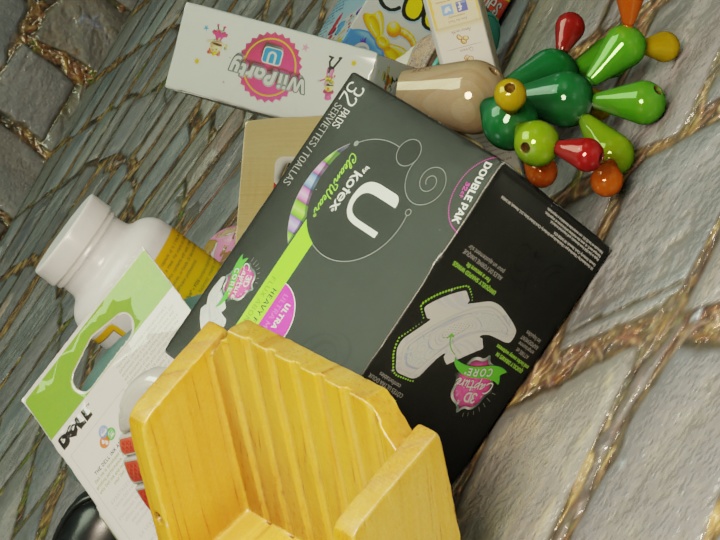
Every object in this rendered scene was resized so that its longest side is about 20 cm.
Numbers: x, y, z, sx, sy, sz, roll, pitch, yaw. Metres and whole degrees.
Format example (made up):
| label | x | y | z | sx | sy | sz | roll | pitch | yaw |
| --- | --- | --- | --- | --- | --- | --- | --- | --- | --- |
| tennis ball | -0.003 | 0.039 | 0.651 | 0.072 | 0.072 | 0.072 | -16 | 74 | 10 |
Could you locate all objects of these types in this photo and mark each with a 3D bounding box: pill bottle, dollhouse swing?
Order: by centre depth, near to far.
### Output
| label | x | y | z | sx | sy | sz | roll | pitch | yaw |
| --- | --- | --- | --- | --- | --- | --- | --- | --- | --- |
| dollhouse swing | -0.073 | 0.157 | 1.250 | 0.175 | 0.183 | 0.200 | -28 | 32 | -28 |
| pill bottle | -0.143 | 0.030 | 1.835 | 0.104 | 0.200 | 0.104 | -51 | 11 | 13 |

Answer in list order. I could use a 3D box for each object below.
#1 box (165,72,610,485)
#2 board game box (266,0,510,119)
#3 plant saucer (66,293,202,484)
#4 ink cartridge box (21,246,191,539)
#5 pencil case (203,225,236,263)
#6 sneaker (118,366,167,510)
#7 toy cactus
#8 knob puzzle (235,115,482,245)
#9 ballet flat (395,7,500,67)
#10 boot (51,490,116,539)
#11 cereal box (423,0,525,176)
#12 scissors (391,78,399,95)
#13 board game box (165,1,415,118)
| label | x | y | z | sx | sy | sz | roll | pitch | yaw |
| --- | --- | --- | --- | --- | --- | --- | --- | --- | --- |
| box | 0.015 | 0.018 | 1.411 | 0.148 | 0.124 | 0.201 | 33 | 89 | 44 |
| board game box | 0.020 | -0.164 | 1.938 | 0.201 | 0.103 | 0.105 | -59 | 14 | -12 |
| plant saucer | -0.128 | 0.076 | 1.721 | 0.199 | 0.036 | 0.200 | -30 | -26 | -16 |
| ink cartridge box | -0.110 | 0.105 | 1.595 | 0.148 | 0.076 | 0.200 | -51 | 58 | 17 |
| pencil case | -0.057 | -0.026 | 1.910 | 0.200 | 0.082 | 0.087 | -36 | 34 | 60 |
| sneaker | -0.075 | 0.123 | 1.459 | 0.077 | 0.201 | 0.082 | -1 | 40 | 36 |
| toy cactus | 0.101 | -0.110 | 1.474 | 0.164 | 0.103 | 0.200 | 2 | 33 | 19 |
| knob puzzle | 0.020 | -0.008 | 1.522 | 0.220 | 0.219 | 0.030 | -56 | -21 | -3 |
| ballet flat | 0.037 | -0.121 | 1.836 | 0.067 | 0.068 | 0.201 | 11 | 61 | 36 |
| boot | -0.206 | 0.274 | 1.727 | 0.168 | 0.076 | 0.201 | -89 | 20 | -70 |
| cereal box | 0.067 | -0.158 | 1.627 | 0.039 | 0.201 | 0.144 | -14 | 21 | 4 |
| scissors | -0.005 | -0.036 | 1.583 | 0.073 | 0.014 | 0.200 | -92 | 25 | -43 |
| board game box | -0.025 | -0.127 | 1.693 | 0.200 | 0.147 | 0.065 | 3 | -77 | -70 |
